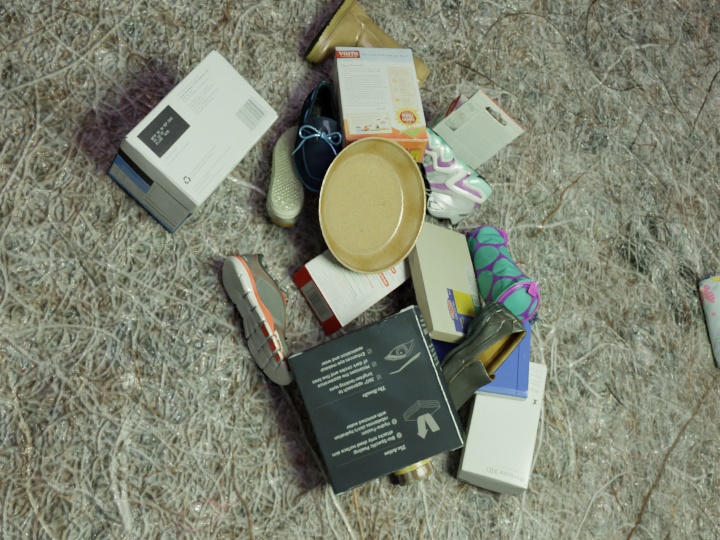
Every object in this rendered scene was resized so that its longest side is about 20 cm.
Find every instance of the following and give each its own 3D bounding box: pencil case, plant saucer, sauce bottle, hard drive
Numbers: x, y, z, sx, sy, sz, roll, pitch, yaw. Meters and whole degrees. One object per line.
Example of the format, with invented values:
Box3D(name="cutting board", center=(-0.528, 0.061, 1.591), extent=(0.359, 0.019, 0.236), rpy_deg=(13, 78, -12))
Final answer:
Box3D(name="pencil case", center=(0.233, 0.005, 1.278), extent=(0.086, 0.091, 0.202), rpy_deg=(50, 12, -32))
Box3D(name="plant saucer", center=(0.013, -0.099, 1.164), extent=(0.196, 0.035, 0.207), rpy_deg=(-6, 101, -33))
Box3D(name="sauce bottle", center=(0.051, 0.224, 1.178), extent=(0.064, 0.064, 0.205), rpy_deg=(-19, 86, -33))
Box3D(name="pencil case", center=(0.783, 0.108, 1.627), extent=(0.081, 0.090, 0.206), rpy_deg=(2, 75, -29))
Box3D(name="hard drive", center=(0.175, 0.129, 1.242), extent=(0.194, 0.026, 0.135), rpy_deg=(8, 65, 4))

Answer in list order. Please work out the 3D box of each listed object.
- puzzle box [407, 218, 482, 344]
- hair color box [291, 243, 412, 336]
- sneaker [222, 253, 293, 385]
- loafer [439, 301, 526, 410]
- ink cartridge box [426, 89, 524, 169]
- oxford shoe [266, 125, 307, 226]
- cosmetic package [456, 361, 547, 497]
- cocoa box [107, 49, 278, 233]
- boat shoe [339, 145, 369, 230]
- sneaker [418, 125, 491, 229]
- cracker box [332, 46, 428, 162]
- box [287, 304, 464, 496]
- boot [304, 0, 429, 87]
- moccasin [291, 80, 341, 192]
Box3D(name="puzzle box", center=(0.136, 0.020, 1.227), extent=(0.131, 0.025, 0.205), rpy_deg=(16, 53, -38))
Box3D(name="hair color box", center=(0.000, 0.000, 1.218), extent=(0.198, 0.064, 0.112), rpy_deg=(-34, 90, -32))
Box3D(name="sneaker", center=(-0.128, 0.063, 1.119), extent=(0.081, 0.076, 0.204), rpy_deg=(-20, 86, -39))
Box3D(name="loafer", center=(0.173, 0.145, 1.157), extent=(0.072, 0.072, 0.203), rpy_deg=(28, 97, -39))
Box3D(name="ink cartridge box", center=(0.185, -0.238, 1.317), extent=(0.108, 0.199, 0.051), rpy_deg=(38, 54, -13))
Box3D(name="oxford shoe", center=(-0.109, -0.150, 1.208), extent=(0.073, 0.058, 0.204), rpy_deg=(12, 53, -5))
Box3D(name="cosmetic package", center=(0.229, 0.249, 1.243), extent=(0.110, 0.082, 0.205), rpy_deg=(12, 64, 6))
Box3D(name="cocoa box", center=(-0.239, -0.181, 1.093), extent=(0.133, 0.131, 0.202), rpy_deg=(42, 59, -12))
Box3D(name="boat shoe", center=(-0.021, -0.157, 1.225), extent=(0.071, 0.066, 0.204), rpy_deg=(-7, 61, -13))
Box3D(name="sneaker", center=(0.116, -0.149, 1.308), extent=(0.199, 0.078, 0.140), rpy_deg=(40, 102, -15))
Box3D(name="cracker box", center=(0.028, -0.268, 1.231), extent=(0.130, 0.058, 0.205), rpy_deg=(-1, 58, -9))
Box3D(name="box", center=(0.026, 0.180, 1.093), extent=(0.192, 0.117, 0.205), rpy_deg=(-21, 84, 7))
Box3D(name="boot", center=(0.017, -0.366, 1.340), extent=(0.199, 0.066, 0.177), rpy_deg=(41, 60, -15))
Box3D(name="moccasin", center=(-0.069, -0.214, 1.189), extent=(0.078, 0.069, 0.204), rpy_deg=(4, 53, -18))
